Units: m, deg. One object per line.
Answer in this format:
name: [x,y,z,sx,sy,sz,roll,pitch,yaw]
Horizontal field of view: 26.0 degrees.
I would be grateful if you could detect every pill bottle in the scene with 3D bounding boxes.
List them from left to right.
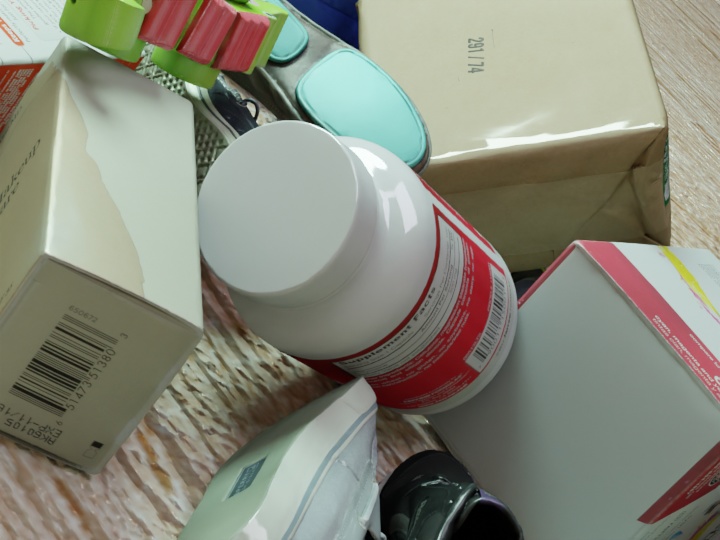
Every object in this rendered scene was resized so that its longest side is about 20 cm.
pill bottle: [0.000,0.000,0.796,0.112,0.112,0.200,53,8,29]

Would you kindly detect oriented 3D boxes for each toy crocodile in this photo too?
toy crocodile: [-0.090,-0.132,0.812,0.062,0.068,0.200,33,11,21]

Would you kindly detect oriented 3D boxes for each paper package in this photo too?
paper package: [0.098,-0.103,1.024,0.201,0.189,0.104,-93,171,-47]

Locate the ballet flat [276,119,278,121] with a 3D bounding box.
ballet flat: [-0.018,-0.067,1.014,0.072,0.072,0.201,31,26,-19]

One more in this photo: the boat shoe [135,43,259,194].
boat shoe: [-0.096,-0.079,0.904,0.062,0.075,0.200,36,13,-42]

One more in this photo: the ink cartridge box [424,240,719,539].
ink cartridge box: [0.169,0.083,0.925,0.145,0.146,0.199,51,26,24]

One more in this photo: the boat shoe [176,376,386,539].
boat shoe: [-0.026,0.112,0.698,0.072,0.070,0.201,58,21,-8]

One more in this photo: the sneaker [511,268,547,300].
sneaker: [0.092,0.008,1.057,0.081,0.074,0.200,29,18,0]

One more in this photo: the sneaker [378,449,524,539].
sneaker: [0.048,0.132,0.729,0.076,0.088,0.200,36,23,-8]

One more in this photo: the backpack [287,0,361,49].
backpack: [-0.018,-0.218,1.158,0.199,0.168,0.163,14,27,-38]

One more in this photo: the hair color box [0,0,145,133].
hair color box: [-0.216,-0.125,0.821,0.111,0.064,0.200,46,23,11]

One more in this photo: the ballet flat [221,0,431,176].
ballet flat: [-0.035,-0.115,0.950,0.200,0.064,0.067,43,64,14]

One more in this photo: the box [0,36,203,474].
box: [-0.128,-0.014,0.717,0.077,0.095,0.200,28,25,-24]
